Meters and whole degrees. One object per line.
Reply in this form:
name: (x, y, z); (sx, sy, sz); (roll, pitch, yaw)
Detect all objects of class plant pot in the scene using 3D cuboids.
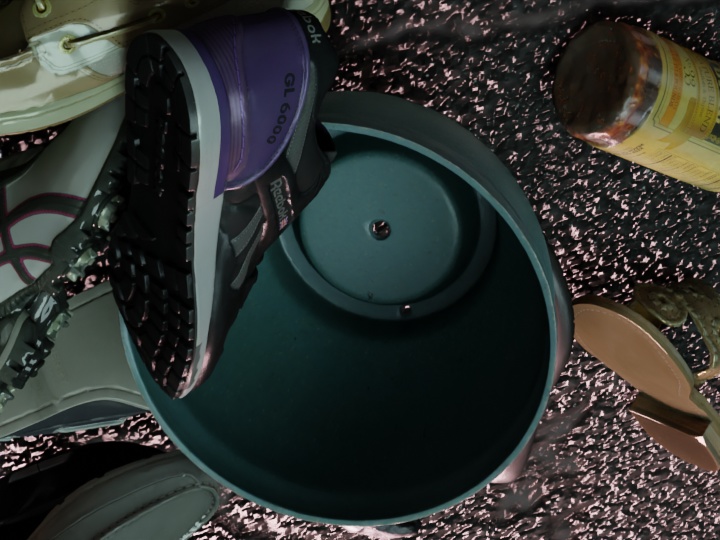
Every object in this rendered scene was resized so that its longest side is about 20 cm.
plant pot: (0.000, 0.000, 1.123); (0.199, 0.134, 0.201); (4, 115, 9)

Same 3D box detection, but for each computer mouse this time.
computer mouse: (-0.186, 0.115, 1.239); (0.199, 0.046, 0.141); (-22, 137, 5)

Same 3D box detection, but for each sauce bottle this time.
sauce bottle: (0.186, -0.073, 1.233); (0.199, 0.066, 0.066); (15, 123, -40)

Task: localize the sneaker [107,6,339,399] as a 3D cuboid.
sneaker: (-0.049, -0.024, 1.006); (0.087, 0.076, 0.201); (-19, 145, -26)

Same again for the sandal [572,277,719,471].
sandal: (0.177, 0.038, 1.353); (0.070, 0.077, 0.212); (-57, 147, -14)

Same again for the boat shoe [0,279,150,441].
boat shoe: (-0.137, 0.044, 1.196); (0.199, 0.073, 0.063); (-13, 180, -24)

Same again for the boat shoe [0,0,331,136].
boat shoe: (-0.111, -0.110, 0.984); (0.199, 0.074, 0.067); (-18, 127, -17)

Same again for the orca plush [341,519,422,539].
orca plush: (-0.002, 0.087, 1.280); (0.071, 0.105, 0.200); (-48, 141, -10)

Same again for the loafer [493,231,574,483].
loafer: (0.062, 0.049, 1.278); (0.071, 0.073, 0.201); (-12, 136, -20)

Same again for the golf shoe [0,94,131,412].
golf shoe: (-0.153, -0.024, 1.076); (0.088, 0.077, 0.200); (37, 116, 2)

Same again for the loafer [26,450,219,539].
loafer: (-0.149, 0.166, 1.194); (0.200, 0.070, 0.070); (-37, 144, -5)
